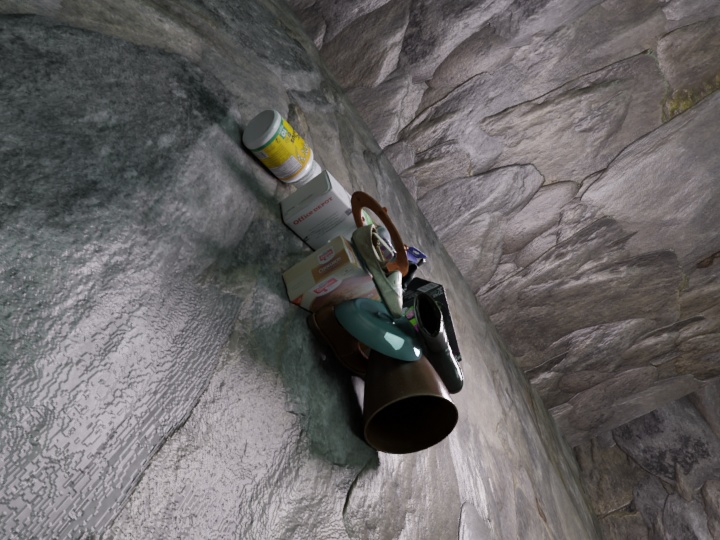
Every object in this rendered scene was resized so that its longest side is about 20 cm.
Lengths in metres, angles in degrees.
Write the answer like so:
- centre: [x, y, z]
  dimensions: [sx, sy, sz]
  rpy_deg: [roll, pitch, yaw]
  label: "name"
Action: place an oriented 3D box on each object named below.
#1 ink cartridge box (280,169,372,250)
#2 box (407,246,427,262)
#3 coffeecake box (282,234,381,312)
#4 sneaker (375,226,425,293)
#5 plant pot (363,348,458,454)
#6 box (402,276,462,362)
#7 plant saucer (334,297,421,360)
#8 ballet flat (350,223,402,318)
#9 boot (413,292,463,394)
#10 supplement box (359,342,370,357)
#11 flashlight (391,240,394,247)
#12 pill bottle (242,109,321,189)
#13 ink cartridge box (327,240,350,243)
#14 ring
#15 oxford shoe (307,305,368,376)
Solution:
- centre: [-0.078, -0.127, 1.421]
  dimensions: [0.200, 0.145, 0.085]
  rpy_deg: [44, 20, -43]
  label: "ink cartridge box"
- centre: [0.077, -0.033, 1.643]
  dimensions: [0.121, 0.198, 0.033]
  rpy_deg: [28, 62, -60]
  label: "box"
- centre: [-0.043, 0.028, 1.236]
  dimensions: [0.200, 0.153, 0.074]
  rpy_deg: [34, 28, -54]
  label: "coffeecake box"
- centre: [0.086, -0.024, 1.361]
  dimensions: [0.078, 0.139, 0.202]
  rpy_deg: [42, 45, -46]
  label: "sneaker"
- centre: [0.083, 0.232, 1.188]
  dimensions: [0.187, 0.186, 0.201]
  rpy_deg: [46, 20, -37]
  label: "plant pot"
- centre: [0.131, 0.141, 1.388]
  dimensions: [0.124, 0.147, 0.202]
  rpy_deg: [20, -50, 63]
  label: "box"
- centre: [0.043, 0.108, 1.174]
  dimensions: [0.199, 0.036, 0.200]
  rpy_deg: [26, 15, -8]
  label: "plant saucer"
- centre: [0.046, -0.002, 1.166]
  dimensions: [0.201, 0.062, 0.067]
  rpy_deg: [62, 15, 7]
  label: "ballet flat"
- centre: [0.162, 0.154, 1.204]
  dimensions: [0.200, 0.072, 0.183]
  rpy_deg: [80, -15, -68]
  label: "boot"
- centre: [0.016, 0.151, 1.350]
  dimensions: [0.201, 0.069, 0.066]
  rpy_deg: [61, 14, 15]
  label: "supplement box"
- centre: [0.022, -0.083, 1.589]
  dimensions: [0.067, 0.199, 0.069]
  rpy_deg: [-27, 118, -34]
  label: "flashlight"
- centre: [-0.188, -0.291, 1.448]
  dimensions: [0.200, 0.112, 0.113]
  rpy_deg: [44, 22, -42]
  label: "pill bottle"
- centre: [0.000, 0.000, 1.414]
  dimensions: [0.200, 0.067, 0.118]
  rpy_deg: [25, 57, -55]
  label: "ink cartridge box"
- centre: [0.042, -0.076, 1.208]
  dimensions: [0.201, 0.019, 0.201]
  rpy_deg: [52, -18, 25]
  label: "ring"
- centre: [-0.025, 0.150, 1.225]
  dimensions: [0.200, 0.071, 0.072]
  rpy_deg: [50, 16, -33]
  label: "oxford shoe"
